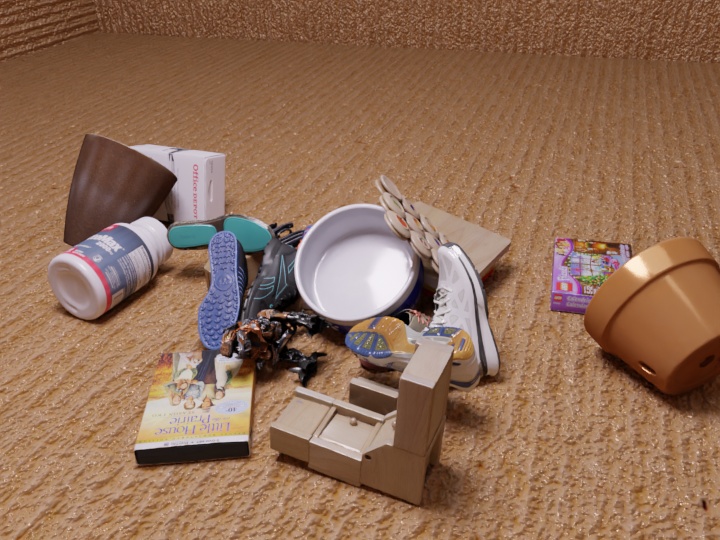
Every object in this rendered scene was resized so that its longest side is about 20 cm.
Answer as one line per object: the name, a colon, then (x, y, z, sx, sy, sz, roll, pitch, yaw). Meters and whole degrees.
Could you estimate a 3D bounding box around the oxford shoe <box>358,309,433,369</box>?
oxford shoe: (0.095, 0.094, 1.016, 0.198, 0.075, 0.071, -10, 29, -15)

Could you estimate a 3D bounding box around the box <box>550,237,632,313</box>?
box: (0.403, 0.009, 1.182, 0.136, 0.039, 0.200, 6, 31, 14)

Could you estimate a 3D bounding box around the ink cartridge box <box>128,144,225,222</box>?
ink cartridge box: (-0.390, -0.182, 1.438, 0.198, 0.146, 0.084, 10, 18, 19)

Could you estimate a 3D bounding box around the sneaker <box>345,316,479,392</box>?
sneaker: (0.066, 0.120, 0.908, 0.199, 0.089, 0.075, 8, 45, 40)

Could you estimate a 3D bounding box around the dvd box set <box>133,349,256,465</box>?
dvd box set: (-0.218, 0.179, 0.932, 0.145, 0.030, 0.200, -4, 30, -3)

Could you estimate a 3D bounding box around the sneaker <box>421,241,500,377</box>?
sneaker: (0.118, 0.067, 0.962, 0.114, 0.202, 0.076, -16, -1, -14)

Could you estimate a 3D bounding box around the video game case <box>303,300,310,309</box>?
video game case: (-0.002, 0.018, 1.211, 0.142, 0.018, 0.200, 7, 31, 15)

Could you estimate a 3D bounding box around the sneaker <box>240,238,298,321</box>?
sneaker: (-0.140, 0.036, 1.099, 0.079, 0.076, 0.201, 19, 57, -4)

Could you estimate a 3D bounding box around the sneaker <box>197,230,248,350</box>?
sneaker: (-0.214, 0.040, 1.100, 0.069, 0.078, 0.202, -2, 66, 9)

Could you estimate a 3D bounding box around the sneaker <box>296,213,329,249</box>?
sneaker: (-0.089, -0.039, 1.232, 0.075, 0.079, 0.200, 0, 31, 41)

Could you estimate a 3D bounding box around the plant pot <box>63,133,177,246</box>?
plant pot: (-0.476, -0.125, 1.294, 0.186, 0.187, 0.201, 17, 79, 29)

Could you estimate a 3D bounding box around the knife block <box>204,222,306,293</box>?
knife block: (-0.175, -0.021, 1.239, 0.174, 0.065, 0.201, 0, 30, 6)

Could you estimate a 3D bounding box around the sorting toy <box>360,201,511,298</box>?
sorting toy: (0.131, -0.023, 1.199, 0.198, 0.070, 0.200, 26, 40, 24)

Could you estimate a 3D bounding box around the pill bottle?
pill bottle: (-0.427, -0.014, 1.187, 0.119, 0.121, 0.200, 12, 32, 23)

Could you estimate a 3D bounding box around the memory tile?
memory tile: (0.099, -0.054, 1.054, 0.017, 0.200, 0.154, -39, 31, 20)

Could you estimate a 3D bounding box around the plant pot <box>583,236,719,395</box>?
plant pot: (0.432, 0.074, 0.937, 0.198, 0.201, 0.141, -13, 47, -18)

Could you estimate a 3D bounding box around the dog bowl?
dog bowl: (0.000, 0.000, 1.082, 0.198, 0.079, 0.202, -6, 63, 13)

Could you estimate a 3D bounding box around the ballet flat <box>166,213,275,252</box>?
ballet flat: (-0.241, -0.069, 1.207, 0.198, 0.069, 0.075, 0, 14, 8)

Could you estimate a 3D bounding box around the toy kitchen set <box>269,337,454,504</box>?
toy kitchen set: (0.013, 0.138, 0.838, 0.198, 0.182, 0.163, 15, 32, 18)

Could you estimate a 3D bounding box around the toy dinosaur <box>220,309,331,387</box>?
toy dinosaur: (-0.121, 0.089, 1.001, 0.135, 0.103, 0.200, 14, 36, 21)
